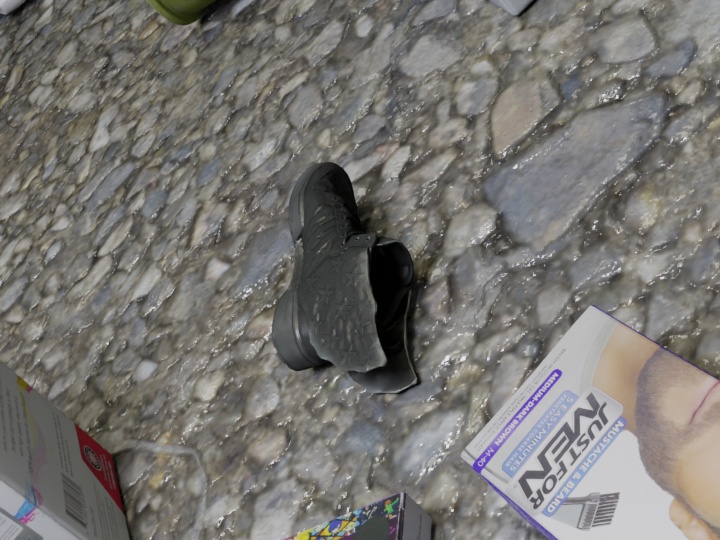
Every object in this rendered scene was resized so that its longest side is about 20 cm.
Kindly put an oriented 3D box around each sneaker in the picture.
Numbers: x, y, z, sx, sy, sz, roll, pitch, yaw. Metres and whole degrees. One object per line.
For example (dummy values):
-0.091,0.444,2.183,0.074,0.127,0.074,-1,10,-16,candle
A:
-0.002,-0.002,1.026,0.104,0.060,0.201,-21,45,36,sneaker

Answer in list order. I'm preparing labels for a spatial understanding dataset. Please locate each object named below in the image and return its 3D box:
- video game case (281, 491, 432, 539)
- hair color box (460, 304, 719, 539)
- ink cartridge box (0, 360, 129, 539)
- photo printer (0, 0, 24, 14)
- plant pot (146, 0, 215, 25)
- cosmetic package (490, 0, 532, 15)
-0.052,0.233,0.840,0.199,0.036,0.182,-27,37,27,video game case
0.146,0.104,0.732,0.109,0.065,0.200,-48,34,-5,hair color box
-0.251,0.135,1.024,0.085,0.200,0.148,-39,32,9,ink cartridge box
-0.445,-0.409,1.957,0.167,0.069,0.200,-51,32,-8,photo printer
-0.124,-0.362,1.463,0.182,0.201,0.202,-17,41,20,plant pot
0.110,-0.338,1.165,0.200,0.166,0.167,-45,32,3,cosmetic package
